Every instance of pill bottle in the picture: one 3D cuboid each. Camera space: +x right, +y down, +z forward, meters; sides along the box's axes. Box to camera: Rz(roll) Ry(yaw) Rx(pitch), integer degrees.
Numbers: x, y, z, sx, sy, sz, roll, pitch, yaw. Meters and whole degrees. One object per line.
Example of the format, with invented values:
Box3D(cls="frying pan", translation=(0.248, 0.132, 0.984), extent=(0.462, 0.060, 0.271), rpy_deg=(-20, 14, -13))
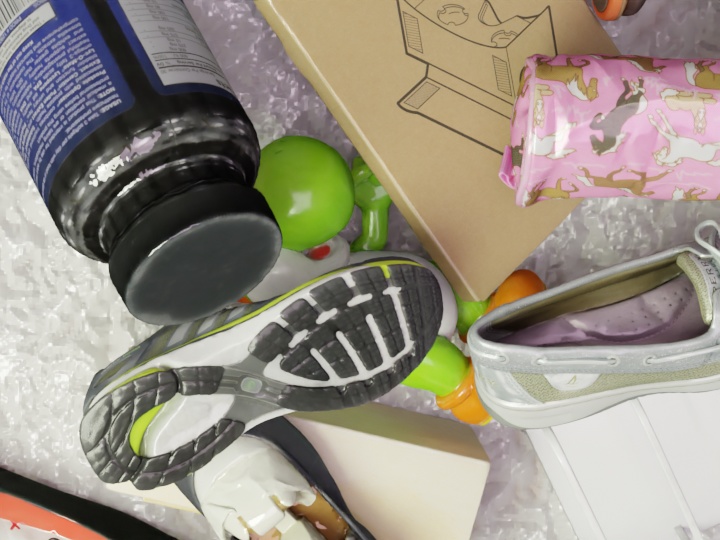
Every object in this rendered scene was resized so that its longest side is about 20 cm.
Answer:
Box3D(cls="pill bottle", translation=(-0.118, -0.075, 1.394), extent=(0.112, 0.112, 0.200), rpy_deg=(-29, 61, 0))

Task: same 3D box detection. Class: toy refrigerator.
Box3D(cls="toy refrigerator", translation=(-0.037, 0.104, 1.515), extent=(0.200, 0.076, 0.070), rpy_deg=(14, 101, -10))

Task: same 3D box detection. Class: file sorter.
Box3D(cls="file sorter", translation=(0.202, 0.084, 1.515), extent=(0.200, 0.125, 0.139), rpy_deg=(-27, 105, -1))

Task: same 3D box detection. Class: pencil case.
Box3D(cls="pencil case", translation=(0.174, -0.068, 1.429), extent=(0.200, 0.083, 0.087), rpy_deg=(4, 106, -1))

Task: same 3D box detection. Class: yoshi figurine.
Box3D(cls="yoshi figurine", translation=(0.005, -0.005, 1.484), extent=(0.200, 0.112, 0.112), rpy_deg=(26, 91, -10))

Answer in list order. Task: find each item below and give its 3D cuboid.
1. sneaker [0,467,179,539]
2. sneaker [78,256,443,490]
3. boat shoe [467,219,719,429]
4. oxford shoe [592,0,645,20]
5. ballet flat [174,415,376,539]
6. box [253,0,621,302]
Box3D(cls="sneaker", translation=(-0.177, 0.179, 1.521), extent=(0.201, 0.067, 0.108), rpy_deg=(24, 100, -8))
Box3D(cls="sneaker", translation=(-0.054, 0.039, 1.402), extent=(0.200, 0.081, 0.074), rpy_deg=(-21, 115, -9))
Box3D(cls="boat shoe", translation=(0.153, 0.022, 1.430), extent=(0.202, 0.074, 0.065), rpy_deg=(-16, 144, 0))
Box3D(cls="oxford shoe", translation=(0.176, -0.224, 1.471), extent=(0.072, 0.071, 0.200), rpy_deg=(15, 101, -16))
Box3D(cls="ballet flat", translation=(-0.036, 0.133, 1.449), extent=(0.073, 0.073, 0.200), rpy_deg=(-40, 104, 3))
Box3D(cls="box", translation=(0.056, -0.110, 1.465), extent=(0.163, 0.021, 0.200), rpy_deg=(-44, 108, -25))
